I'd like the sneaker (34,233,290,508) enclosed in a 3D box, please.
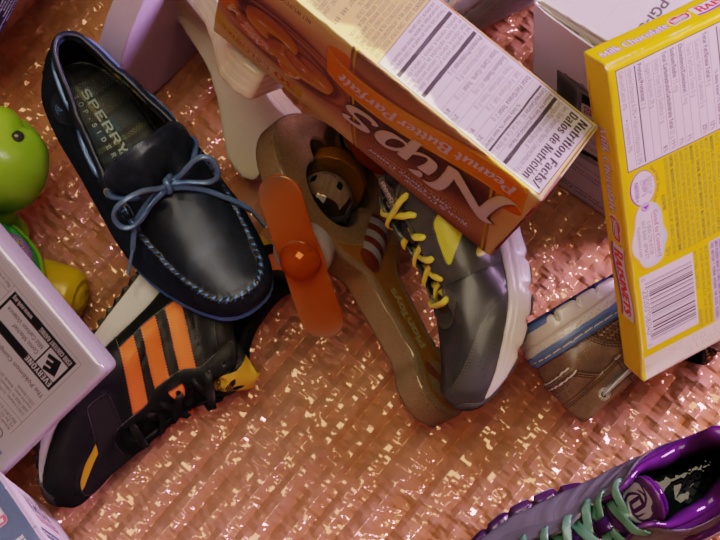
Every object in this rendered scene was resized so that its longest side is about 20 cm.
[{"bbox_3d":[-0.109,0.059,0.975,0.089,0.070,0.201,26,71,18],"label":"sneaker"}]

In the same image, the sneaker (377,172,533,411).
[{"bbox_3d":[0.047,-0.021,0.952,0.084,0.074,0.203,6,77,-18],"label":"sneaker"}]

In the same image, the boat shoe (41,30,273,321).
[{"bbox_3d":[-0.127,-0.053,0.958,0.084,0.069,0.200,-41,72,-18],"label":"boat shoe"}]

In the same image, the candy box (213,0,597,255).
[{"bbox_3d":[0.018,-0.101,0.865,0.199,0.115,0.055,39,75,2],"label":"candy box"}]

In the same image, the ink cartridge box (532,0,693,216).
[{"bbox_3d":[0.169,-0.134,0.953,0.083,0.200,0.147,35,75,17],"label":"ink cartridge box"}]

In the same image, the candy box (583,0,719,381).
[{"bbox_3d":[0.172,-0.043,0.864,0.101,0.202,0.026,-27,38,-17],"label":"candy box"}]

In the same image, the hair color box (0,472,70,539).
[{"bbox_3d":[-0.154,0.212,0.905,0.060,0.100,0.200,-36,70,-7],"label":"hair color box"}]

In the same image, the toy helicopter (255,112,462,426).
[{"bbox_3d":[0.000,0.000,0.967,0.079,0.132,0.201,-31,85,28],"label":"toy helicopter"}]

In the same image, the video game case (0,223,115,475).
[{"bbox_3d":[-0.260,0.035,0.927,0.182,0.022,0.200,-42,87,16],"label":"video game case"}]

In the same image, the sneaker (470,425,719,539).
[{"bbox_3d":[0.126,0.138,0.912,0.199,0.088,0.075,-30,69,-7],"label":"sneaker"}]

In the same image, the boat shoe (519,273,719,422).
[{"bbox_3d":[0.186,0.020,0.969,0.199,0.072,0.073,-29,88,-11],"label":"boat shoe"}]

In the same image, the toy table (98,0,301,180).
[{"bbox_3d":[-0.063,-0.159,1.010,0.117,0.201,0.184,39,40,11],"label":"toy table"}]

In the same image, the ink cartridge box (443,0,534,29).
[{"bbox_3d":[0.085,-0.188,0.963,0.199,0.160,0.048,-28,84,-38],"label":"ink cartridge box"}]

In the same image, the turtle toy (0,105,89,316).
[{"bbox_3d":[-0.241,0.001,0.994,0.144,0.101,0.202,16,71,11],"label":"turtle toy"}]

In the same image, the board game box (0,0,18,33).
[{"bbox_3d":[-0.259,-0.243,1.074,0.164,0.057,0.202,14,73,41],"label":"board game box"}]
